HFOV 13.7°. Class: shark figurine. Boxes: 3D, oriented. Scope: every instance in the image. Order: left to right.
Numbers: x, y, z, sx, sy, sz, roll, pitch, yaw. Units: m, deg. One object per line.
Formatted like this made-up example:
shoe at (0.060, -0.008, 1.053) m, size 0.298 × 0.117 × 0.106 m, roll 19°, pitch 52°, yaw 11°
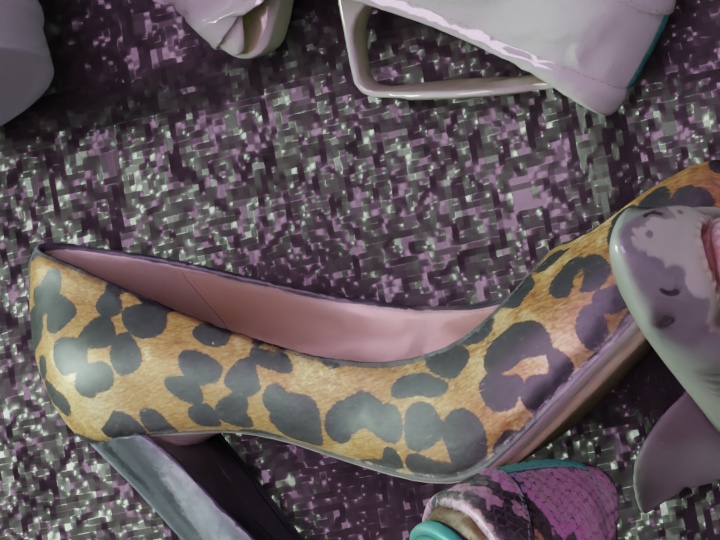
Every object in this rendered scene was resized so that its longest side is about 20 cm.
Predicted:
shark figurine at (0.119, 0.068, 0.801) m, size 0.089 × 0.128 × 0.215 m, roll -25°, pitch 100°, yaw 28°

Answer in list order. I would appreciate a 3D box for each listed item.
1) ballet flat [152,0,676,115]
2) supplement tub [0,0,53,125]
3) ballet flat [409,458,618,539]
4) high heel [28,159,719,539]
ballet flat at (-0.009, -0.085, 0.856) m, size 0.200 × 0.069 × 0.069 m, roll 14°, pitch 90°, yaw 17°
supplement tub at (-0.176, -0.132, 0.864) m, size 0.145 × 0.145 × 0.200 m, roll -21°, pitch 80°, yaw 15°
ballet flat at (0.063, 0.146, 0.805) m, size 0.071 × 0.069 × 0.200 m, roll -14°, pitch 103°, yaw -24°
high heel at (0.000, 0.000, 0.834) m, size 0.200 × 0.071 × 0.143 m, roll -43°, pitch 81°, yaw 19°
